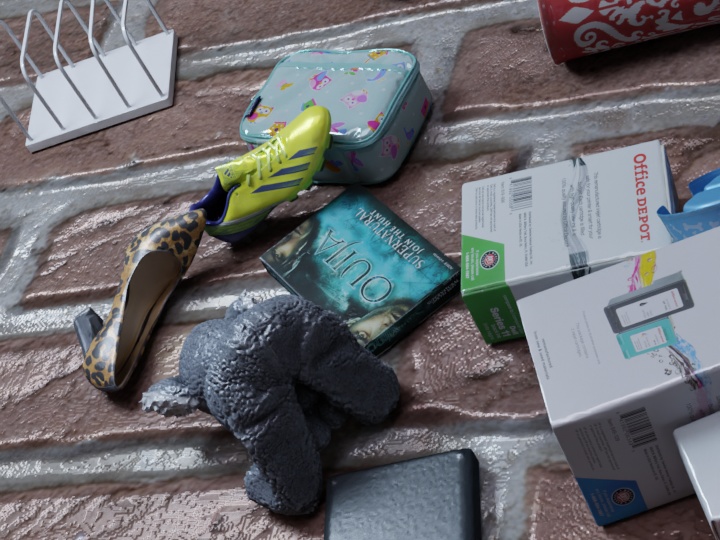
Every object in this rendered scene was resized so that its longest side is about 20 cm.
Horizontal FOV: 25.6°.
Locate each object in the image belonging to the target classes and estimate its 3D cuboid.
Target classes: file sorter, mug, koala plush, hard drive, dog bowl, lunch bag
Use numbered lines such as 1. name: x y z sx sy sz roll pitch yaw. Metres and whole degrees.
1. file sorter: -0.345 -0.263 1.968 0.199 0.125 0.139 -16 45 13
2. mug: 0.292 -0.317 1.675 0.199 0.134 0.178 -9 48 17
3. koala plush: -0.103 0.096 1.480 0.177 0.184 0.200 -48 34 -20
4. hard drive: 0.035 0.250 1.345 0.139 0.033 0.201 -14 45 17
5. dog bowl: 0.335 -0.058 1.395 0.111 0.050 0.200 -15 8 32
6. lunch bag: -0.029 -0.177 1.749 0.199 0.077 0.161 7 55 32

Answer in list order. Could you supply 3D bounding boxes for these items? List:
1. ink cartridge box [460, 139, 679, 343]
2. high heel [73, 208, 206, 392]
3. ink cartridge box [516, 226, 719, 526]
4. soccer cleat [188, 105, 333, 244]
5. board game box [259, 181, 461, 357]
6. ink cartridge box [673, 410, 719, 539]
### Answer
1. ink cartridge box: 0.200 -0.027 1.479 0.199 0.083 0.147 -12 45 18
2. high heel: -0.215 0.034 1.646 0.200 0.071 0.143 -45 35 9
3. ink cartridge box: 0.254 0.085 1.299 0.199 0.147 0.147 -20 43 9
4. soccer cleat: -0.105 -0.102 1.662 0.200 0.083 0.065 -45 37 31
5. board game box: 0.000 0.000 1.603 0.135 0.028 0.200 -38 43 -10
6. ink cartridge box: 0.352 0.155 1.163 0.199 0.044 0.174 -23 42 7
